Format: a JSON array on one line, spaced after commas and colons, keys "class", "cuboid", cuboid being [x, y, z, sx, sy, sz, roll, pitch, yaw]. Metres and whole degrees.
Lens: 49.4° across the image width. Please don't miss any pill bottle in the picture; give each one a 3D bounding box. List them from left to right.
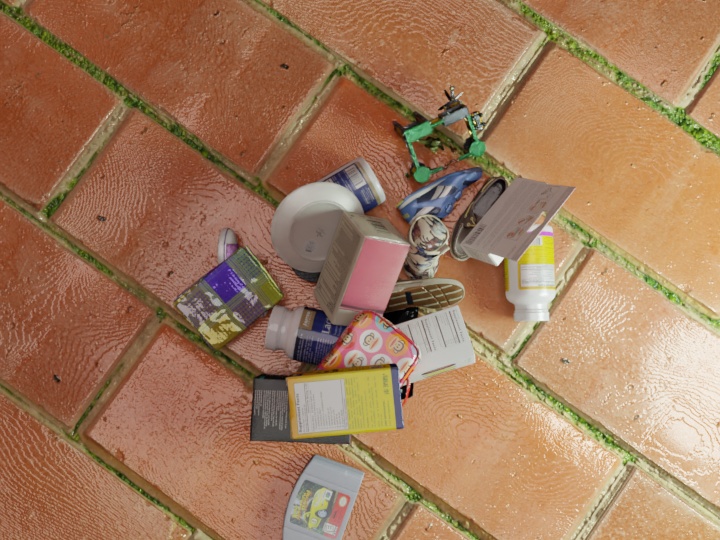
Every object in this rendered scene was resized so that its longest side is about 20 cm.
[{"class": "pill bottle", "cuboid": [-0.092, 0.139, 1.630, 0.200, 0.116, 0.116, 12, 86, 0]}, {"class": "pill bottle", "cuboid": [-0.057, -0.145, 1.653, 0.200, 0.111, 0.111, -30, 87, -2]}, {"class": "pill bottle", "cuboid": [0.356, 0.006, 1.647, 0.104, 0.104, 0.200, -1, 86, 0]}]

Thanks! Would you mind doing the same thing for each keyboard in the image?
[{"class": "keyboard", "cuboid": [0.094, 0.177, 1.672, 0.104, 0.040, 0.200, 4, 78, 9]}]

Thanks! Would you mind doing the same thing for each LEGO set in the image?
[{"class": "LEGO set", "cuboid": [0.162, -0.288, 1.683, 0.200, 0.116, 0.154, -32, 116, 1]}]

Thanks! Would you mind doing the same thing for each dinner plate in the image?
[{"class": "dinner plate", "cuboid": [-0.083, -0.083, 1.597, 0.200, 0.024, 0.201, -8, 118, -14]}]

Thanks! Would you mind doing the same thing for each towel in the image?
[{"class": "towel", "cuboid": [-0.274, 0.060, 1.623, 0.200, 0.023, 0.144, -37, 94, 7]}]

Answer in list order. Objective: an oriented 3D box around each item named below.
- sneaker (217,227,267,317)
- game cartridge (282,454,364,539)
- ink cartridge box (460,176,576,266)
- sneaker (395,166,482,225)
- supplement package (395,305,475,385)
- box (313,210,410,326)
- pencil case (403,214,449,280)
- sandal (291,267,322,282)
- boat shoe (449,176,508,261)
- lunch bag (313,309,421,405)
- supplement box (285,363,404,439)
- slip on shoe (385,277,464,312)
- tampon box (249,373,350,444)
[{"class": "sneaker", "cuboid": [-0.237, 0.004, 1.659, 0.114, 0.073, 0.201, -6, 97, 7]}, {"class": "game cartridge", "cuboid": [-0.086, 0.498, 1.646, 0.133, 0.041, 0.200, 19, 86, 5]}, {"class": "ink cartridge box", "cuboid": [0.323, -0.095, 1.577, 0.200, 0.176, 0.045, -49, 123, -12]}, {"class": "sneaker", "cuboid": [0.178, -0.156, 1.676, 0.200, 0.074, 0.082, -28, 88, 5]}, {"class": "supplement package", "cuboid": [0.123, 0.160, 1.592, 0.200, 0.114, 0.110, -18, 74, 5]}, {"class": "box", "cuboid": [0.000, 0.000, 1.582, 0.109, 0.128, 0.200, 9, 114, -27]}, {"class": "pencil case", "cuboid": [0.132, -0.040, 1.609, 0.078, 0.200, 0.090, -26, 74, -9]}, {"class": "sandal", "cuboid": [-0.057, -0.010, 1.682, 0.200, 0.045, 0.075, 4, 91, -14]}, {"class": "boat shoe", "cuboid": [0.254, -0.113, 1.676, 0.072, 0.060, 0.200, 32, 86, 2]}, {"class": "lunch bag", "cuboid": [0.019, 0.194, 1.497, 0.176, 0.082, 0.200, 39, 86, 7]}, {"class": "supplement box", "cuboid": [-0.027, 0.232, 1.404, 0.200, 0.110, 0.109, -5, 87, 0]}, {"class": "slip on shoe", "cuboid": [0.119, 0.044, 1.663, 0.200, 0.061, 0.076, -10, 126, 3]}, {"class": "tampon box", "cuboid": [-0.116, 0.283, 1.602, 0.200, 0.150, 0.127, 3, 85, 0]}]
